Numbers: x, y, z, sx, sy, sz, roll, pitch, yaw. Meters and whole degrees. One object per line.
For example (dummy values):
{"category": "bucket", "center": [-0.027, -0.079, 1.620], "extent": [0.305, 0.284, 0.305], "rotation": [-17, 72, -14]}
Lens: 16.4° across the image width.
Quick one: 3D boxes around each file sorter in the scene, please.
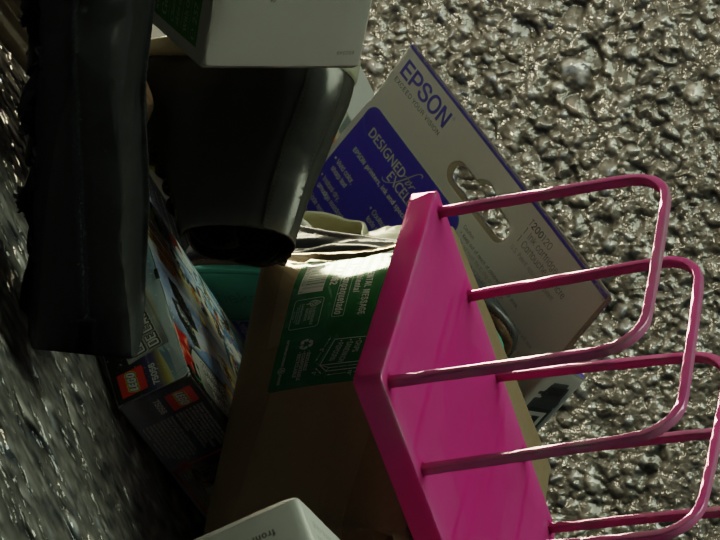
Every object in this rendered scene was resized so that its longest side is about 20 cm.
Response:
{"category": "file sorter", "center": [0.096, 0.077, 1.083], "extent": [0.139, 0.125, 0.200], "rotation": [-71, 147, -53]}

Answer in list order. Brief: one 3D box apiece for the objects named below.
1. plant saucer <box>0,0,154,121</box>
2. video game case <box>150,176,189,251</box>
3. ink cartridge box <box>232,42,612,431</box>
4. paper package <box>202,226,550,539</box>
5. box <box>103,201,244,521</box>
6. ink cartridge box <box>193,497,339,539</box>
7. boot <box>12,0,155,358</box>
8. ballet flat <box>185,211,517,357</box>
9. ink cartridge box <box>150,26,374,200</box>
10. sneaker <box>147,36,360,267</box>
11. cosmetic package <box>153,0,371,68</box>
{"category": "plant saucer", "center": [-0.156, -0.135, 1.162], "extent": [0.200, 0.029, 0.200], "rotation": [54, 5, -7]}
{"category": "video game case", "center": [-0.116, -0.018, 1.348], "extent": [0.200, 0.019, 0.143], "rotation": [60, 7, -47]}
{"category": "ink cartridge box", "center": [0.031, 0.017, 1.344], "extent": [0.043, 0.200, 0.198], "rotation": [6, 41, -50]}
{"category": "paper package", "center": [0.013, 0.114, 1.176], "extent": [0.200, 0.103, 0.191], "rotation": [-78, 154, -45]}
{"category": "box", "center": [-0.080, 0.057, 1.218], "extent": [0.200, 0.040, 0.137], "rotation": [60, 6, -51]}
{"category": "ink cartridge box", "center": [-0.009, 0.206, 0.957], "extent": [0.148, 0.085, 0.200], "rotation": [57, 8, -66]}
{"category": "boot", "center": [-0.101, -0.078, 1.014], "extent": [0.165, 0.065, 0.201], "rotation": [-54, 143, -74]}
{"category": "ballet flat", "center": [0.000, 0.000, 1.295], "extent": [0.073, 0.200, 0.073], "rotation": [-23, 117, -56]}
{"category": "ink cartridge box", "center": [-0.060, -0.075, 1.472], "extent": [0.145, 0.084, 0.200], "rotation": [17, -28, 34]}
{"category": "sneaker", "center": [-0.083, -0.054, 1.223], "extent": [0.075, 0.107, 0.200], "rotation": [25, -18, -27]}
{"category": "cosmetic package", "center": [-0.069, -0.175, 1.145], "extent": [0.200, 0.085, 0.108], "rotation": [40, -53, 51]}
